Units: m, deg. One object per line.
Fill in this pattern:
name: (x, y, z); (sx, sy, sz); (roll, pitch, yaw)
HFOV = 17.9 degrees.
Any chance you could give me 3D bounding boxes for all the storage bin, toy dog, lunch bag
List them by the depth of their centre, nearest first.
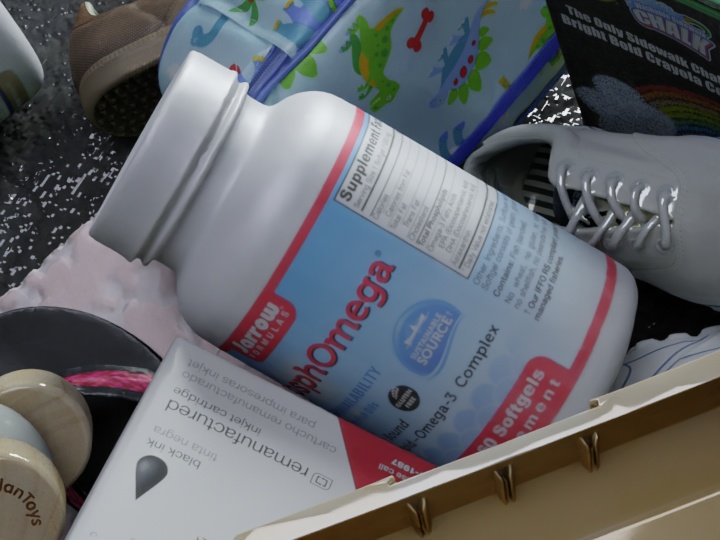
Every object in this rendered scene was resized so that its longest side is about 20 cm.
storage bin: (0.076, 0.135, 0.692); (0.199, 0.094, 0.199); (-21, 63, -3)
toy dog: (-0.178, 0.120, 0.862); (0.096, 0.132, 0.201); (26, 82, -7)
lunch bag: (0.019, -0.104, 1.008); (0.082, 0.161, 0.200); (33, 76, 37)

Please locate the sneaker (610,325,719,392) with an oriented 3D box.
sneaker: (0.129, 0.056, 0.940); (0.200, 0.075, 0.087); (-38, 49, -10)

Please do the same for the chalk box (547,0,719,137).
chalk box: (0.158, -0.136, 0.954); (0.125, 0.200, 0.124); (28, 72, 27)

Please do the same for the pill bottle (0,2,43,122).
pill bottle: (-0.262, -0.075, 1.097); (0.200, 0.116, 0.116); (-39, 58, -9)

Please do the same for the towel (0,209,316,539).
towel: (-0.094, 0.085, 0.960); (0.200, 0.032, 0.191); (-39, 78, 6)

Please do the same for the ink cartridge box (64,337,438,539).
ink cartridge box: (-0.048, 0.143, 0.808); (0.146, 0.083, 0.200); (26, 45, -2)

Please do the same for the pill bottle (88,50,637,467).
pill bottle: (0.000, 0.000, 0.892); (0.199, 0.109, 0.109); (30, 69, -7)

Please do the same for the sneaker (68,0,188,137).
sneaker: (-0.050, -0.137, 1.100); (0.199, 0.071, 0.076); (-22, 56, 2)

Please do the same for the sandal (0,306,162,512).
sandal: (-0.086, 0.074, 0.920); (0.199, 0.045, 0.075); (29, 92, 13)

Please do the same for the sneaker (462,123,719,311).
sneaker: (0.112, -0.022, 0.940); (0.200, 0.070, 0.073); (12, 104, 60)
